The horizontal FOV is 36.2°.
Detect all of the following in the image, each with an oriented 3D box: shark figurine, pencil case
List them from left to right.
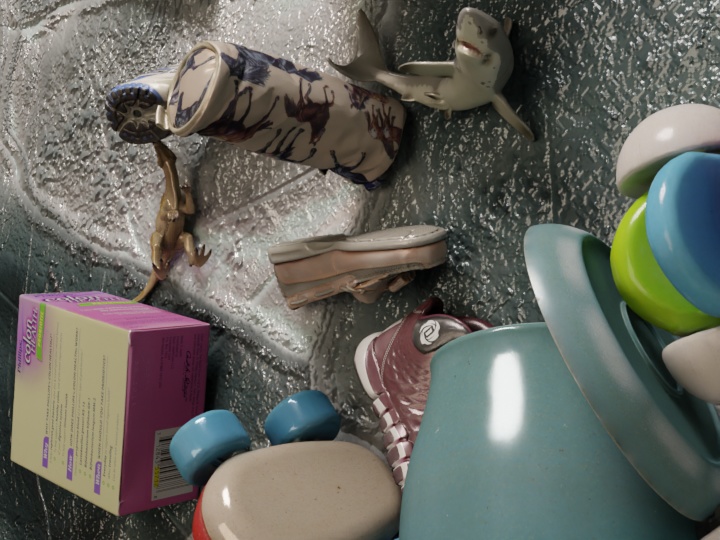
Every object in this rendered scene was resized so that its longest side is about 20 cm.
[{"bbox_3d":[-0.061,-0.122,0.886,0.090,0.200,0.078,-53,43,30],"label":"pencil case"},{"bbox_3d":[0.076,-0.168,0.867,0.090,0.128,0.214,-59,28,-12],"label":"shark figurine"}]

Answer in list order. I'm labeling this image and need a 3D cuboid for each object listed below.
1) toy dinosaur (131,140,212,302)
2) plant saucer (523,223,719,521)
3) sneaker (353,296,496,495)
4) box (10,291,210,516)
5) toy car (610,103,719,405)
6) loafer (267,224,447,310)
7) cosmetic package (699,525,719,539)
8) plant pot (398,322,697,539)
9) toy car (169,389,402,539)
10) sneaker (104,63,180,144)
[{"bbox_3d":[-0.193,-0.031,1.110,0.101,0.058,0.201,50,132,54],"label":"toy dinosaur"},{"bbox_3d":[0.166,0.052,0.660,0.027,0.200,0.201,-33,63,23],"label":"plant saucer"},{"bbox_3d":[0.073,0.104,0.823,0.116,0.076,0.200,-44,57,27],"label":"sneaker"},{"bbox_3d":[-0.251,0.124,1.093,0.200,0.097,0.177,11,99,42],"label":"box"},{"bbox_3d":[0.238,-0.027,0.605,0.199,0.150,0.176,-12,75,9],"label":"toy car"},{"bbox_3d":[0.000,0.000,0.915,0.200,0.072,0.063,-3,100,49],"label":"loafer"},{"bbox_3d":[0.290,0.127,0.595,0.200,0.107,0.085,-48,56,30],"label":"cosmetic package"},{"bbox_3d":[0.116,0.142,0.709,0.200,0.200,0.189,-22,58,39],"label":"plant pot"},{"bbox_3d":[-0.071,0.236,0.888,0.184,0.177,0.200,53,131,30],"label":"toy car"},{"bbox_3d":[-0.144,-0.174,1.053,0.199,0.085,0.077,2,124,22],"label":"sneaker"}]
